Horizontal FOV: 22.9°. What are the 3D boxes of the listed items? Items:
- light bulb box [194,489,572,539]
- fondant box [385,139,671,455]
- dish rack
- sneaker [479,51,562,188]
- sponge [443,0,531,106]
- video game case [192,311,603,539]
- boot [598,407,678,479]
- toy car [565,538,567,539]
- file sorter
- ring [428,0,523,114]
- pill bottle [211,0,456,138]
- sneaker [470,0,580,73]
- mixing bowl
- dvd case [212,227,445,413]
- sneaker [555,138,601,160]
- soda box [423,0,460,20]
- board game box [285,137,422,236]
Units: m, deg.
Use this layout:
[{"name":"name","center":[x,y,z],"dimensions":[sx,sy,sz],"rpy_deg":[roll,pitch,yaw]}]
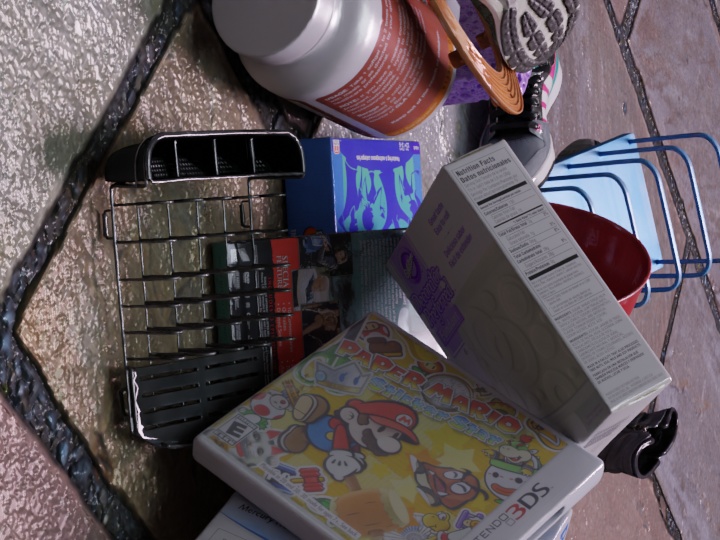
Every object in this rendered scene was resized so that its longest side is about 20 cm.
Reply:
[{"name":"light bulb box","center":[0.005,0.213,1.150],"dimensions":[0.200,0.198,0.125],"rpy_deg":[-49,157,-50]},{"name":"fondant box","center":[0.109,0.033,1.215],"dimensions":[0.058,0.144,0.200],"rpy_deg":[-24,71,-26]},{"name":"dish rack","center":[-0.096,0.012,1.140],"dimensions":[0.153,0.054,0.200],"rpy_deg":[-7,95,-52]},{"name":"sneaker","center":[0.139,-0.168,1.604],"dimensions":[0.121,0.083,0.200],"rpy_deg":[67,25,-43]},{"name":"sponge","center":[0.108,-0.217,1.520],"dimensions":[0.030,0.111,0.200],"rpy_deg":[61,37,-38]},{"name":"video game case","center":[0.026,0.121,1.140],"dimensions":[0.182,0.200,0.023],"rpy_deg":[-34,146,-39]},{"name":"boot","center":[0.253,0.145,1.751],"dimensions":[0.200,0.131,0.070],"rpy_deg":[-57,135,-49]},{"name":"toy car","center":[0.118,0.198,1.292],"dimensions":[0.158,0.200,0.164],"rpy_deg":[-31,139,-25]},{"name":"file sorter","center":[0.242,-0.040,1.660],"dimensions":[0.200,0.123,0.139],"rpy_deg":[-23,104,-38]},{"name":"ring","center":[0.067,-0.203,1.331],"dimensions":[0.201,0.019,0.201],"rpy_deg":[55,18,-28]},{"name":"pill bottle","center":[-0.019,-0.167,1.267],"dimensions":[0.200,0.112,0.112],"rpy_deg":[19,71,-62]},{"name":"sneaker","center":[0.101,-0.227,1.336],"dimensions":[0.089,0.077,0.200],"rpy_deg":[53,2,37]},{"name":"mixing bowl","center":[0.140,0.030,1.501],"dimensions":[0.200,0.200,0.109],"rpy_deg":[-47,145,-54]},{"name":"dvd case","center":[-0.016,0.045,1.273],"dimensions":[0.200,0.022,0.146],"rpy_deg":[-6,93,-39]},{"name":"sneaker","center":[0.217,-0.032,1.783],"dimensions":[0.087,0.074,0.200],"rpy_deg":[24,73,-74]},{"name":"soda box","center":[0.012,-0.235,1.381],"dimensions":[0.200,0.063,0.068],"rpy_deg":[52,37,-49]},{"name":"board game box","center":[0.000,0.000,1.363],"dimensions":[0.152,0.045,0.200],"rpy_deg":[-7,95,-62]}]
